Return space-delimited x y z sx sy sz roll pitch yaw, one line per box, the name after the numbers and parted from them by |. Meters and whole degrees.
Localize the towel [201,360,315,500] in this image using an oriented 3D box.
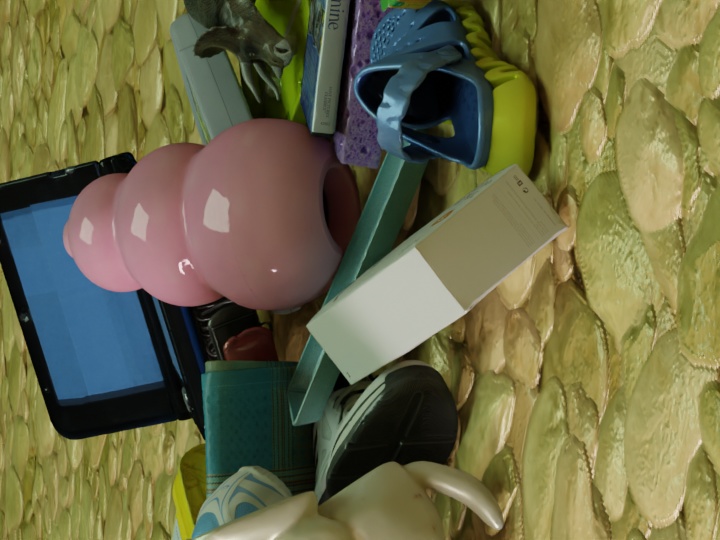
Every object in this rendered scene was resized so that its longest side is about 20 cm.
-0.050 0.157 1.731 0.022 0.146 0.201 -2 87 39 | towel

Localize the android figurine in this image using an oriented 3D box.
-0.048 -0.178 1.889 0.182 0.041 0.201 116 151 -51 | android figurine

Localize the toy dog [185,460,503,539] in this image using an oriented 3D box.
0.006 0.223 1.536 0.140 0.193 0.201 128 121 -76 | toy dog

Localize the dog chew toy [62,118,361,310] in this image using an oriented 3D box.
-0.102 -0.031 1.748 0.124 0.199 0.125 -7 -90 -67 | dog chew toy

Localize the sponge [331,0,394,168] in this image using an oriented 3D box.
0.007 -0.178 1.702 0.112 0.030 0.201 -100 17 -68 | sponge

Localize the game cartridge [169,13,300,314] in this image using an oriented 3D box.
-0.088 -0.082 1.904 0.133 0.041 0.201 84 167 -55 | game cartridge

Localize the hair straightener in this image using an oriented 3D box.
-0.062 0.103 1.813 0.077 0.041 0.201 53 166 54 | hair straightener

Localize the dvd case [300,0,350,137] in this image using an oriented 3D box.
-0.017 -0.195 1.721 0.143 0.017 0.201 -107 23 -77 | dvd case

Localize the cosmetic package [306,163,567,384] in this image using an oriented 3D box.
0.039 0.004 1.527 0.051 0.082 0.200 50 157 -2 | cosmetic package

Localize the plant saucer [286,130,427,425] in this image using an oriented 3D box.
0.000 0.000 1.669 0.070 0.019 0.201 -107 39 -74 | plant saucer

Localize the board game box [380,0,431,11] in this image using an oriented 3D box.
0.051 -0.213 1.513 0.200 0.030 0.096 157 114 -67 | board game box

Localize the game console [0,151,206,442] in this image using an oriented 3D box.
-0.185 0.029 1.903 0.171 0.118 0.201 -138 30 -78 | game console

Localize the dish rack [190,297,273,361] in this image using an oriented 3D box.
-0.101 0.013 1.899 0.200 0.054 0.154 85 165 -70 | dish rack

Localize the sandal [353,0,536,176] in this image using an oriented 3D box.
0.035 -0.110 1.560 0.200 0.087 0.080 -130 43 -66 | sandal

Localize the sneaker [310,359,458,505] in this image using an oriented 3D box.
0.000 0.091 1.666 0.201 0.075 0.116 110 152 -50 | sneaker

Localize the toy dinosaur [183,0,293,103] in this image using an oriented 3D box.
-0.099 -0.207 1.865 0.200 0.077 0.103 -119 43 -55 | toy dinosaur

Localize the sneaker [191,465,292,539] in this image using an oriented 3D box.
-0.042 0.211 1.671 0.072 0.072 0.200 10 138 53 | sneaker

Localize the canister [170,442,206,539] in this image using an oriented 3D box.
-0.096 0.247 1.937 0.149 0.086 0.201 -113 28 -51 | canister
